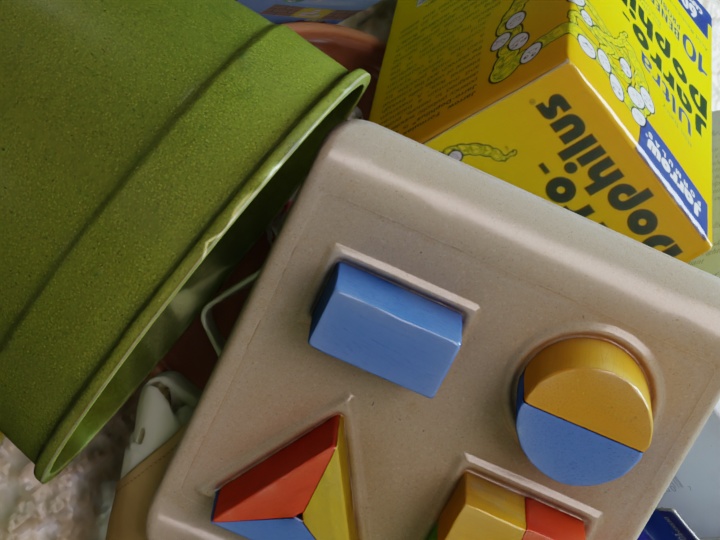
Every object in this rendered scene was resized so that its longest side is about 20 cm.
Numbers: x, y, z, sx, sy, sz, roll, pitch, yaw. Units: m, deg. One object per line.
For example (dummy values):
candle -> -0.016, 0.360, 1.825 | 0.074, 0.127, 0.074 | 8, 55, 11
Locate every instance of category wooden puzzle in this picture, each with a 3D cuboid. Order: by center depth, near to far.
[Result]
wooden puzzle -> 0.032, 0.066, 0.882 | 0.185, 0.046, 0.201 | 24, 109, -6

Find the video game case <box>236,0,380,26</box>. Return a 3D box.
video game case -> -0.030, -0.133, 0.926 | 0.143, 0.200, 0.018 | -1, 81, -32

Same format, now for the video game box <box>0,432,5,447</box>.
video game box -> -0.254, 0.098, 0.878 | 0.182, 0.047, 0.201 | 32, 74, -26

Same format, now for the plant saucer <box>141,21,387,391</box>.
plant saucer -> -0.027, -0.012, 1.025 | 0.199, 0.037, 0.201 | 0, 90, -33

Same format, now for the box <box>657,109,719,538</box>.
box -> 0.169, 0.021, 1.063 | 0.106, 0.152, 0.200 | 52, 56, -22

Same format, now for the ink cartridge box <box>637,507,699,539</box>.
ink cartridge box -> 0.091, 0.144, 1.003 | 0.100, 0.200, 0.039 | 49, 63, -21

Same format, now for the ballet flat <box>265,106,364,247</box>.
ballet flat -> 0.000, 0.000, 0.983 | 0.075, 0.064, 0.201 | -20, 100, -30

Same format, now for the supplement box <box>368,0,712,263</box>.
supplement box -> 0.083, -0.078, 0.993 | 0.109, 0.109, 0.200 | 49, 28, -24

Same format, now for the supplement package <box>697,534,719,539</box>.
supplement package -> 0.196, 0.182, 1.068 | 0.111, 0.200, 0.156 | -32, 107, -27

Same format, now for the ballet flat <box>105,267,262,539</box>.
ballet flat -> -0.054, 0.049, 0.945 | 0.063, 0.069, 0.200 | 45, 103, 2

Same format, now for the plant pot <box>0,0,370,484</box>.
plant pot -> -0.132, -0.057, 0.866 | 0.193, 0.200, 0.201 | 39, 69, 1
